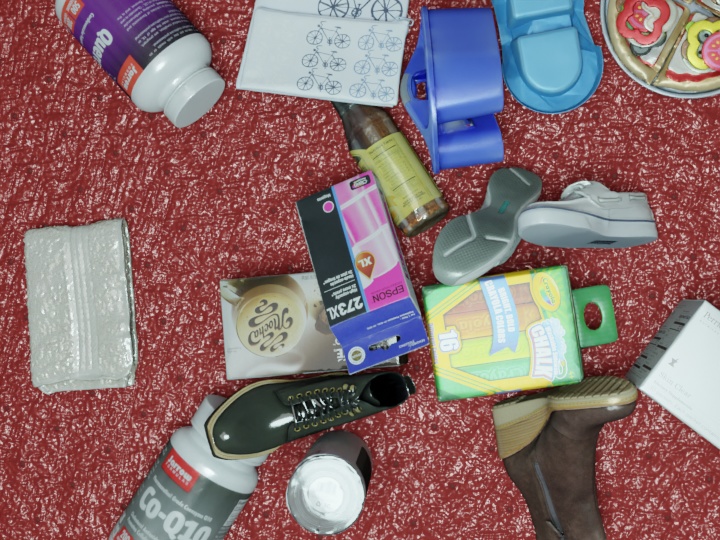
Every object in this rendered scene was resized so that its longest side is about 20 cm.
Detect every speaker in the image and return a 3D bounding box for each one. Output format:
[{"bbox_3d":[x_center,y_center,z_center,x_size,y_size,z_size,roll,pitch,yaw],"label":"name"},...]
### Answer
[{"bbox_3d":[-0.030,0.222,1.148,0.080,0.200,0.082,0,88,3],"label":"speaker"}]

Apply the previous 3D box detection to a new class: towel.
[{"bbox_3d":[-0.335,0.043,1.279,0.131,0.034,0.202,-6,88,8],"label":"towel"}]

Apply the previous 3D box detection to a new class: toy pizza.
[{"bbox_3d":[0.365,-0.292,1.179,0.198,0.032,0.203,0,89,9],"label":"toy pizza"}]

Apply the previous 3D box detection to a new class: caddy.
[{"bbox_3d":[0.094,-0.196,1.144,0.104,0.142,0.201,-5,44,4],"label":"caddy"}]

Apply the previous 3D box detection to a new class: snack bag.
[{"bbox_3d":[-0.034,-0.285,1.218,0.186,0.021,0.202,8,73,8],"label":"snack bag"}]

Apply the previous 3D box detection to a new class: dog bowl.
[{"bbox_3d":[0.203,-0.270,1.191,0.110,0.050,0.202,-10,87,3],"label":"dog bowl"}]

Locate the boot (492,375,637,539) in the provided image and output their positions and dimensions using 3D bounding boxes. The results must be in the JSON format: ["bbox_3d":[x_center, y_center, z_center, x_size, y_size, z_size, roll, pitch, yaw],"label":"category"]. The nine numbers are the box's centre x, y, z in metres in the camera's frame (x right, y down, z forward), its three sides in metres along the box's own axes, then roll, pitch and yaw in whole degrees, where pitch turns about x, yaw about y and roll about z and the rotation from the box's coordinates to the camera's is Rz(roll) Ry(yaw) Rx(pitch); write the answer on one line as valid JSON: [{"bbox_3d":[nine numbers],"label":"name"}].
[{"bbox_3d":[0.235,0.206,1.137,0.199,0.072,0.168,-21,90,50],"label":"boot"}]

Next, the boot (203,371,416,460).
[{"bbox_3d":[-0.053,0.143,1.134,0.199,0.138,0.078,-19,91,-34],"label":"boot"}]

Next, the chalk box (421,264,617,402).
[{"bbox_3d":[0.175,0.062,1.156,0.198,0.124,0.126,-10,88,8],"label":"chalk box"}]

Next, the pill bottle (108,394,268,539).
[{"bbox_3d":[-0.187,0.250,1.213,0.113,0.114,0.201,33,94,8],"label":"pill bottle"}]

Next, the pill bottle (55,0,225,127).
[{"bbox_3d":[-0.249,-0.263,1.230,0.112,0.112,0.200,-43,83,6],"label":"pill bottle"}]

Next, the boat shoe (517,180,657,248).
[{"bbox_3d":[0.237,-0.062,1.136,0.073,0.199,0.066,-18,74,46],"label":"boat shoe"}]

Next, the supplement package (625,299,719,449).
[{"bbox_3d":[0.392,0.132,1.107,0.199,0.156,0.111,36,94,8],"label":"supplement package"}]

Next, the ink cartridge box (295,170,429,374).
[{"bbox_3d":[0.000,0.000,1.144,0.094,0.037,0.202,-21,70,12],"label":"ink cartridge box"}]

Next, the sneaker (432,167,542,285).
[{"bbox_3d":[0.137,-0.031,1.138,0.070,0.200,0.081,24,132,22],"label":"sneaker"}]

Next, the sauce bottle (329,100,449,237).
[{"bbox_3d":[0.024,-0.135,1.213,0.066,0.066,0.201,-33,78,7],"label":"sauce bottle"}]

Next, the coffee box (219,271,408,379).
[{"bbox_3d":[-0.051,0.059,1.212,0.198,0.080,0.114,-5,86,9],"label":"coffee box"}]
